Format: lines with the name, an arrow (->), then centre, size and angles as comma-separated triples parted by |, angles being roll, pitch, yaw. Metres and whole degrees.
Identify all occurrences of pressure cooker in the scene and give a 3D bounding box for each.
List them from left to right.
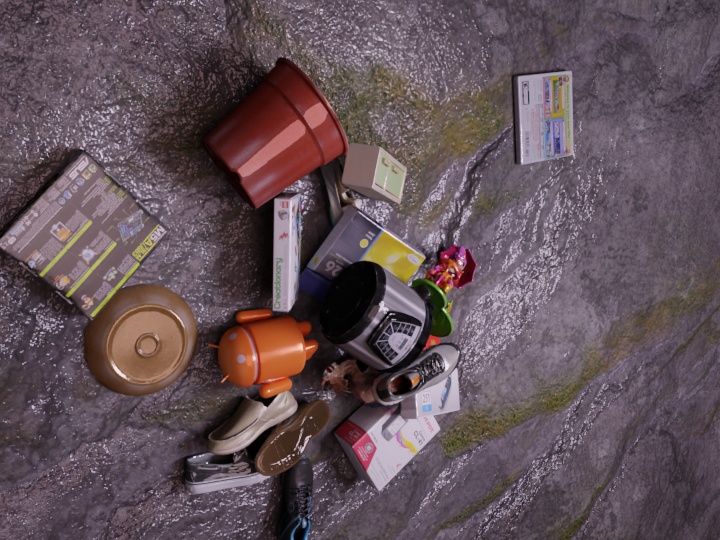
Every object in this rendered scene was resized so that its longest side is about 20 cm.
pressure cooker -> 0.042, 0.096, 1.278 | 0.199, 0.174, 0.181 | 35, 53, -33

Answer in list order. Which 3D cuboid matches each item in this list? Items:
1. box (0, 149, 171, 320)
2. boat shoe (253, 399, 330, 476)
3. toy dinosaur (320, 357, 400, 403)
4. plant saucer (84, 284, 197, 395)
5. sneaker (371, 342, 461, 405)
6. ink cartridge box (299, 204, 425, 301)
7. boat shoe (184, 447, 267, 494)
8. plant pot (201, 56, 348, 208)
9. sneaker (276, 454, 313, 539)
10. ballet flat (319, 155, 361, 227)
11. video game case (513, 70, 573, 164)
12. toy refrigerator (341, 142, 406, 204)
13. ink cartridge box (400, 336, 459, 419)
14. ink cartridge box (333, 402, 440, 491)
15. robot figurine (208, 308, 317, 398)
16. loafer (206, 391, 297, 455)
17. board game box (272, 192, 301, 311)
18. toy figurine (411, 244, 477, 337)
box -> -0.446, -0.057, 1.081 | 0.201, 0.047, 0.193 | -52, 123, -14
boat shoe -> -0.142, 0.327, 1.308 | 0.200, 0.064, 0.073 | -41, 112, -40
toy dinosaur -> 0.001, 0.233, 1.385 | 0.136, 0.086, 0.200 | -48, 112, -14
plant saucer -> -0.377, 0.127, 1.166 | 0.197, 0.035, 0.204 | -7, 104, -31
sneaker -> 0.120, 0.205, 1.305 | 0.198, 0.079, 0.075 | -27, 88, -17
ink cartridge box -> 0.000, 0.000, 1.336 | 0.196, 0.047, 0.201 | 30, 100, -32
boat shoe -> -0.239, 0.369, 1.277 | 0.197, 0.072, 0.072 | -10, 109, -28
plant pot -> -0.156, -0.226, 1.153 | 0.195, 0.200, 0.202 | -40, 118, -10
sneaker -> -0.122, 0.483, 1.368 | 0.072, 0.082, 0.204 | 1, 98, -30
ballet flat -> -0.032, -0.147, 1.304 | 0.067, 0.063, 0.203 | -38, 119, -50
video game case -> 0.440, -0.366, 1.589 | 0.180, 0.022, 0.204 | -14, 106, -29
toy refrigerator -> 0.033, -0.182, 1.275 | 0.200, 0.069, 0.077 | 11, 91, -72
ink cartridge box -> 0.148, 0.220, 1.434 | 0.199, 0.044, 0.180 | 7, 77, -56
ink cartridge box -> 0.060, 0.352, 1.455 | 0.199, 0.085, 0.149 | -39, 118, -20
robot figurine -> -0.180, 0.153, 1.246 | 0.197, 0.116, 0.147 | -10, 105, -30
loafer -> -0.214, 0.281, 1.280 | 0.199, 0.075, 0.069 | -29, 112, -35
board game box -> -0.135, -0.038, 1.232 | 0.034, 0.126, 0.204 | 3, 100, 2
toy figurine -> 0.181, 0.014, 1.428 | 0.185, 0.149, 0.201 | -52, 164, -26
